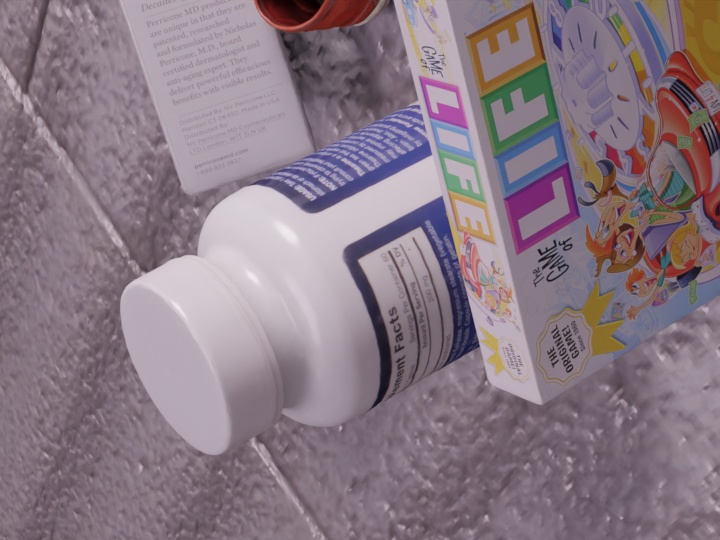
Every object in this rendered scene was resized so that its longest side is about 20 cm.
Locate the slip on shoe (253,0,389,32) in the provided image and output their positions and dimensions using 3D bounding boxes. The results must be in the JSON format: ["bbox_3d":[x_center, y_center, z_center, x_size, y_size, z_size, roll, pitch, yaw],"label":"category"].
[{"bbox_3d":[-0.006,-0.173,0.965,0.074,0.061,0.200,53,151,20],"label":"slip on shoe"}]

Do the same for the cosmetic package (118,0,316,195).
[{"bbox_3d":[-0.087,-0.150,1.077,0.101,0.071,0.200,-113,6,-69],"label":"cosmetic package"}]

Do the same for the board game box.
[{"bbox_3d":[0.087,-0.068,0.820,0.034,0.134,0.200,22,134,52],"label":"board game box"}]

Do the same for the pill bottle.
[{"bbox_3d":[0.000,0.000,0.962,0.111,0.200,0.111,41,147,35],"label":"pill bottle"}]
